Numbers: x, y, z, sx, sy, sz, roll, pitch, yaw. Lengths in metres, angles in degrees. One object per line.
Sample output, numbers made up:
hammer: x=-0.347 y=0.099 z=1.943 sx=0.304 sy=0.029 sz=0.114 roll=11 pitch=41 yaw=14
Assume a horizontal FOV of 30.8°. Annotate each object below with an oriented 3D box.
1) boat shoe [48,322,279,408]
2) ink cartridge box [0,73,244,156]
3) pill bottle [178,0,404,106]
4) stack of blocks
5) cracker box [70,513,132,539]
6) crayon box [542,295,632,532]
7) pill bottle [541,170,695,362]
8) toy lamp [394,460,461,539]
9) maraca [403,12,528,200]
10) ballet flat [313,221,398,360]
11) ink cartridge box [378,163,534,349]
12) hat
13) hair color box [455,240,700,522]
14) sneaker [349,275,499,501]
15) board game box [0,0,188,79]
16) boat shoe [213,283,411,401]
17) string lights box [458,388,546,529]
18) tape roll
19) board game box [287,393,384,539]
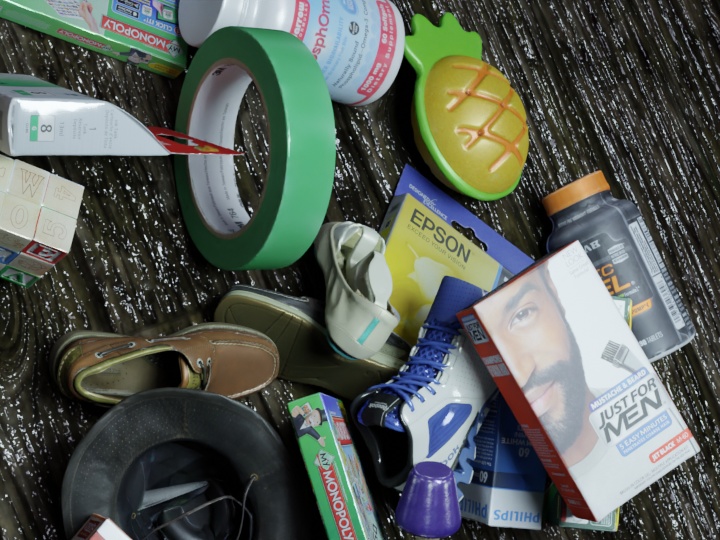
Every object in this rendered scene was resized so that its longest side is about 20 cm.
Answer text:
boat shoe: x=-0.149 y=0.087 z=1.060 sx=0.198 sy=0.068 sz=0.073 roll=-3 pitch=104 yaw=-29
ink cartridge box: x=-0.214 y=-0.126 z=1.051 sx=0.198 sy=0.160 sz=0.051 roll=-5 pitch=107 yaw=-34
pill bottle: x=-0.064 y=-0.225 z=1.211 sx=0.198 sy=0.108 sz=0.110 roll=10 pitch=67 yaw=-38
stack of blocks: x=-0.323 y=-0.054 z=0.974 sx=0.198 sy=0.115 sz=0.059 roll=22 pitch=61 yaw=-27
cracker box: x=-0.203 y=0.295 z=0.932 sx=0.134 sy=0.058 sz=0.201 roll=44 pitch=70 yaw=-12
crayon box: x=0.197 y=0.131 z=1.203 sx=0.057 sy=0.173 sz=0.203 roll=6 pitch=82 yaw=-3
pill bottle: x=0.261 y=-0.001 z=1.367 sx=0.106 sy=0.106 sz=0.202 roll=-22 pitch=85 yaw=-38
toy lamp: x=0.051 y=0.258 z=1.094 sx=0.058 sy=0.058 sz=0.203 roll=-7 pitch=110 yaw=-36
maraca: x=0.103 y=-0.166 z=1.317 sx=0.136 sy=0.106 sz=0.202 roll=-11 pitch=79 yaw=-44
ballet flat: x=0.000 y=0.000 z=1.152 sx=0.069 sy=0.070 sz=0.201 roll=27 pitch=27 yaw=-24
ink cartridge box: x=0.096 y=0.018 z=1.285 sx=0.197 sy=0.047 sz=0.202 roll=35 pitch=59 yaw=-19
hat: x=-0.134 y=0.179 z=1.025 sx=0.198 sy=0.081 sz=0.204 roll=-1 pitch=101 yaw=-7
hair color box: x=0.179 y=0.091 z=1.082 sx=0.110 sy=0.064 sz=0.201 roll=-31 pitch=89 yaw=-12
sneaker: x=0.057 y=0.102 z=1.109 sx=0.115 sy=0.080 sz=0.202 roll=18 pitch=85 yaw=-49
board game box: x=-0.242 y=-0.266 z=1.164 sx=0.198 sy=0.029 sz=0.136 roll=17 pitch=65 yaw=-29
boat shoe: x=-0.038 y=0.060 z=1.165 sx=0.199 sy=0.072 sz=0.066 roll=25 pitch=35 yaw=-17
string lights box: x=0.124 y=0.125 z=1.186 sx=0.058 sy=0.102 sz=0.203 roll=8 pitch=86 yaw=-24
tape roll: x=-0.093 y=-0.101 z=1.097 sx=0.048 sy=0.200 sz=0.203 roll=-2 pitch=74 yaw=-35
board game box: x=-0.015 y=0.171 z=1.062 sx=0.029 sy=0.200 sz=0.136 roll=-18 pitch=82 yaw=2
